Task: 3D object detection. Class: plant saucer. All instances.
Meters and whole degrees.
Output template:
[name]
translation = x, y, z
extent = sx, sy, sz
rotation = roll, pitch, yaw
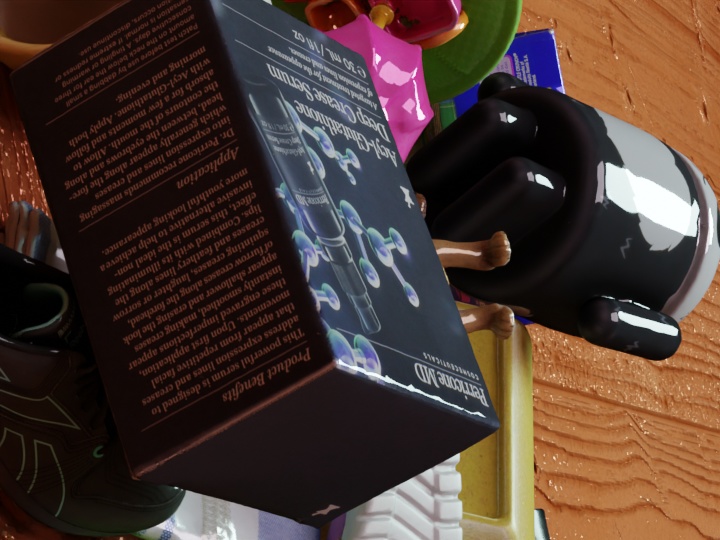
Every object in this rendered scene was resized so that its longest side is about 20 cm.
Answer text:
[plant saucer]
translation = 0.006, 0.075, 1.491
extent = 0.048, 0.200, 0.200
rotation = 118, -20, -47

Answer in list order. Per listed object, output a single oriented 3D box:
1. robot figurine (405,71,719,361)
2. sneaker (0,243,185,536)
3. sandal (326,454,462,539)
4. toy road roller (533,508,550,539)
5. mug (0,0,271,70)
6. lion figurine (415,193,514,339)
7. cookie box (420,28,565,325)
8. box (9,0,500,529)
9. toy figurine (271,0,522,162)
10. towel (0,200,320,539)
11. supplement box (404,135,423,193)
[robot figurine]
translation = 0.116, -0.031, 1.581
extent = 0.200, 0.125, 0.151
rotation = 21, 77, -47
[sneaker]
translation = -0.135, 0.050, 1.229
extent = 0.200, 0.079, 0.076
rotation = 40, 41, -37
[sandal]
translation = 0.010, 0.139, 1.403
extent = 0.082, 0.050, 0.203
rotation = 23, 67, -35
[toy road roller]
translation = 0.016, 0.209, 1.539
extent = 0.200, 0.146, 0.123
rotation = -7, 79, -32
[mug]
translation = -0.122, -0.120, 1.398
extent = 0.187, 0.149, 0.153
rotation = -56, 152, -12
[lion figurine]
translation = 0.000, 0.000, 1.437
extent = 0.200, 0.122, 0.073
rotation = -170, -101, -69
[cookie box]
translation = 0.076, -0.056, 1.766
extent = 0.200, 0.075, 0.172
rotation = -169, -112, -79
[box]
translation = -0.046, -0.008, 1.237
extent = 0.148, 0.107, 0.200
rotation = 23, 43, -58
[toy figurine]
translation = -0.025, -0.105, 1.516
extent = 0.150, 0.200, 0.184
rotation = 62, 25, -23
[towel]
translation = -0.093, 0.063, 1.358
extent = 0.200, 0.024, 0.147
rotation = 29, 46, -33
[supplement box]
translation = -0.022, -0.104, 1.697
extent = 0.126, 0.073, 0.200
rotation = 14, 63, -68
